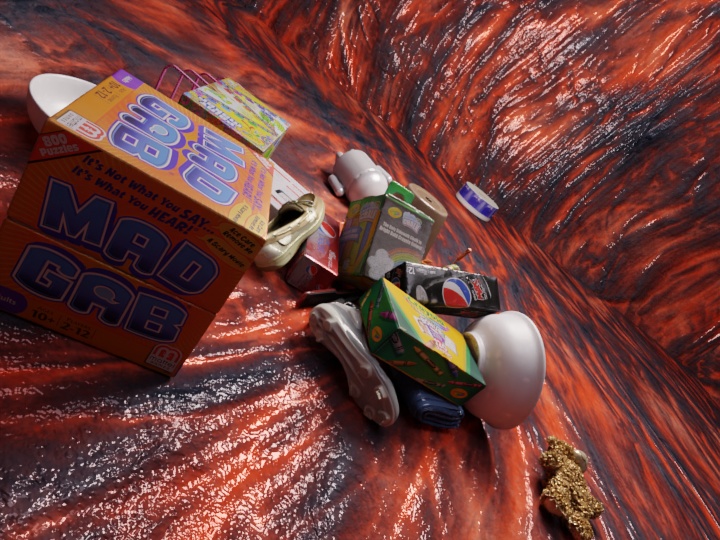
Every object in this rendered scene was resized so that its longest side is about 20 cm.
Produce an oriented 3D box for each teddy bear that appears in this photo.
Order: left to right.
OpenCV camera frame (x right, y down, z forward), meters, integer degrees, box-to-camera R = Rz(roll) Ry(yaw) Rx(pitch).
[{"bbox_3d":[0.352,0.358,0.851,0.145,0.067,0.199,51,26,20],"label":"teddy bear"}]

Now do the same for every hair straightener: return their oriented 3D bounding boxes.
[{"bbox_3d":[-0.026,0.068,0.860,0.077,0.041,0.200,49,20,20],"label":"hair straightener"}]

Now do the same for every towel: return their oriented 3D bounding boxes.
[{"bbox_3d":[0.087,0.162,0.832,0.111,0.049,0.201,23,29,-37],"label":"towel"}]

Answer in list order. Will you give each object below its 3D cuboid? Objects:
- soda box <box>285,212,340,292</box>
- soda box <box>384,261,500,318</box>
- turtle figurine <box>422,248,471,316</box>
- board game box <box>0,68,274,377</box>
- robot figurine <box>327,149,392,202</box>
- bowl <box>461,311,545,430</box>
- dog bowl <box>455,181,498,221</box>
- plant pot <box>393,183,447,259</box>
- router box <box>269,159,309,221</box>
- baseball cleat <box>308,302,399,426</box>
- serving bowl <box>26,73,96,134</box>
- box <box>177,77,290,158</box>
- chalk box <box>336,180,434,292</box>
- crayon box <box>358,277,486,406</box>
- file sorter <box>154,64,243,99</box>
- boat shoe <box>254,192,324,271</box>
[{"bbox_3d":[-0.082,-0.038,0.915,0.070,0.063,0.201,32,26,-18],"label":"soda box"},{"bbox_3d":[0.143,0.037,0.875,0.198,0.071,0.064,8,70,-26],"label":"soda box"},{"bbox_3d":[0.128,0.038,0.981,0.064,0.199,0.162,33,45,-38],"label":"turtle figurine"},{"bbox_3d":[-0.231,-0.053,0.549,0.199,0.200,0.200,29,24,-22],"label":"board game box"},{"bbox_3d":[-0.001,-0.241,1.353,0.168,0.113,0.201,-19,52,-20],"label":"robot figurine"},{"bbox_3d":[0.209,0.160,0.859,0.090,0.202,0.202,13,31,-19],"label":"bowl"},{"bbox_3d":[0.547,-0.323,2.382,0.199,0.079,0.201,32,24,-16],"label":"dog bowl"},{"bbox_3d":[0.102,-0.098,1.167,0.199,0.175,0.201,32,24,-16],"label":"plant pot"},{"bbox_3d":[-0.190,-0.162,1.005,0.200,0.049,0.179,41,23,4],"label":"router box"},{"bbox_3d":[0.009,0.122,0.734,0.106,0.070,0.201,-12,61,-50],"label":"baseball cleat"},{"bbox_3d":[-0.389,-0.202,0.754,0.199,0.066,0.201,33,24,-17],"label":"serving bowl"},{"bbox_3d":[-0.220,-0.153,0.748,0.122,0.200,0.193,34,24,-12],"label":"box"},{"bbox_3d":[0.043,-0.063,0.947,0.124,0.202,0.123,25,-14,-30],"label":"chalk box"},{"bbox_3d":[0.093,0.110,0.773,0.199,0.058,0.119,35,22,-30],"label":"crayon box"},{"bbox_3d":[-0.299,-0.311,1.015,0.139,0.126,0.200,43,23,10],"label":"file sorter"},{"bbox_3d":[-0.121,-0.081,0.852,0.201,0.073,0.063,-57,137,-42],"label":"boat shoe"}]
